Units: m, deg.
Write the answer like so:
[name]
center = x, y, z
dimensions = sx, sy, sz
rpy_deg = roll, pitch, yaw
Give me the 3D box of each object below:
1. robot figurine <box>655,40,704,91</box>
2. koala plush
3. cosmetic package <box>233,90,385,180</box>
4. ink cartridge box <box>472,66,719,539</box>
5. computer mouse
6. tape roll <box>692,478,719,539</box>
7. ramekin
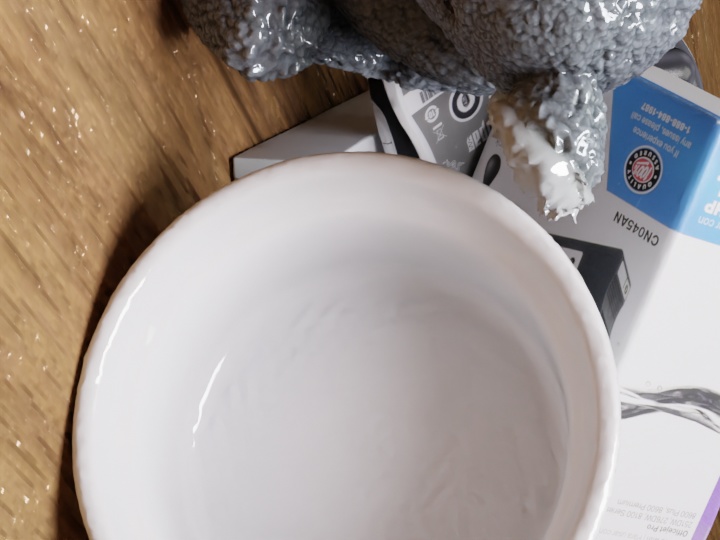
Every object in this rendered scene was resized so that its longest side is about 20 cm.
[robot figurine]
center = 0.105, -0.084, 0.988
dimensions = 0.151, 0.124, 0.200
rpy_deg = -59, -161, -4
[koala plush]
center = 0.059, -0.121, 0.673
dimensions = 0.179, 0.182, 0.200
rpy_deg = -66, -153, 9
[cosmetic package]
center = 0.000, 0.000, 0.894
dimensions = 0.200, 0.051, 0.153
rpy_deg = -38, 127, -65
[ink cartridge box]
center = 0.103, 0.016, 0.797
dimensions = 0.084, 0.144, 0.202
rpy_deg = 13, 104, -33
[computer mouse]
center = 0.046, -0.058, 0.850
dimensions = 0.109, 0.044, 0.201
rpy_deg = -34, 128, -21
[tape roll]
center = 0.131, 0.169, 1.097
dimensions = 0.201, 0.065, 0.200
rpy_deg = -52, -177, 4
[ramekin]
center = 0.000, 0.066, 0.695
dimensions = 0.098, 0.198, 0.203
rpy_deg = 60, 38, -71
